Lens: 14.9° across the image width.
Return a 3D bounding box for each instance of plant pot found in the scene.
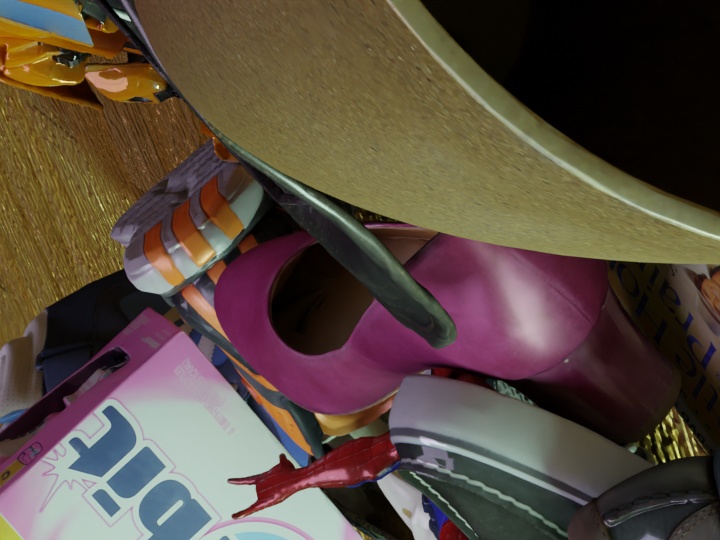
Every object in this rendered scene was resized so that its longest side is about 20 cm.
[{"bbox_3d":[0.030,-0.078,0.494,0.187,0.186,0.200,59,156,-4],"label":"plant pot"}]

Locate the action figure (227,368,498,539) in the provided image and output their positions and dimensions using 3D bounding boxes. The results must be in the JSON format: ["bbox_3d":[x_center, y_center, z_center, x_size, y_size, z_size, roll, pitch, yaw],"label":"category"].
[{"bbox_3d":[0.019,0.112,0.827,0.065,0.099,0.201,35,-140,-41],"label":"action figure"}]

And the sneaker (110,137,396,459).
[{"bbox_3d":[-0.032,0.010,1.017,0.112,0.077,0.200,50,-170,-11],"label":"sneaker"}]

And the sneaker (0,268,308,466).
[{"bbox_3d":[-0.088,0.068,1.205,0.200,0.146,0.081,37,154,51],"label":"sneaker"}]

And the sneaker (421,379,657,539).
[{"bbox_3d":[0.066,0.076,0.916,0.077,0.084,0.202,123,137,-78],"label":"sneaker"}]

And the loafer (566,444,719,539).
[{"bbox_3d":[0.111,0.145,0.726,0.072,0.062,0.201,-13,-94,-74],"label":"loafer"}]

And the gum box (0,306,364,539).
[{"bbox_3d":[-0.059,0.120,1.028,0.200,0.113,0.066,50,172,-15],"label":"gum box"}]

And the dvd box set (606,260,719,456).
[{"bbox_3d":[0.101,-0.018,0.713,0.147,0.029,0.200,55,164,16],"label":"dvd box set"}]

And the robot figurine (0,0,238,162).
[{"bbox_3d":[-0.083,-0.083,0.908,0.198,0.059,0.145,15,171,0],"label":"robot figurine"}]

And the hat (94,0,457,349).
[{"bbox_3d":[-0.019,-0.073,0.665,0.201,0.081,0.201,48,180,0],"label":"hat"}]

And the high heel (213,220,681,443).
[{"bbox_3d":[0.000,0.000,0.804,0.096,0.068,0.200,44,166,-34],"label":"high heel"}]

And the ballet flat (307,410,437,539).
[{"bbox_3d":[0.026,0.080,1.022,0.072,0.072,0.200,63,164,-17],"label":"ballet flat"}]

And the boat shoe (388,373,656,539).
[{"bbox_3d":[0.083,0.097,0.782,0.199,0.057,0.068,34,163,-24],"label":"boat shoe"}]
